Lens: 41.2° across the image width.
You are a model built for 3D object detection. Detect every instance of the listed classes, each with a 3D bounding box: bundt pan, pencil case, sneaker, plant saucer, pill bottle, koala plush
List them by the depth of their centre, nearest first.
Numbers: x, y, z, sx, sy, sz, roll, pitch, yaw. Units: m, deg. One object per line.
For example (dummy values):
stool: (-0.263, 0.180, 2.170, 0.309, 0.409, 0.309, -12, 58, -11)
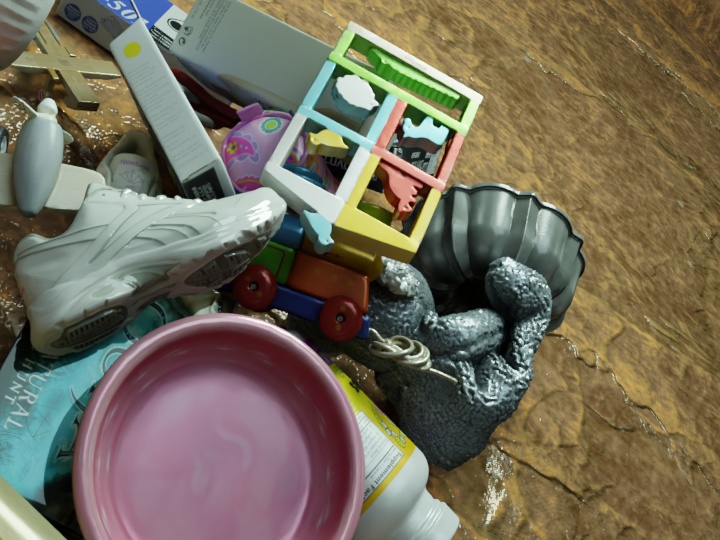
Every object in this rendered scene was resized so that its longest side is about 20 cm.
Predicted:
plant saucer: (-0.094, 0.133, 0.643, 0.197, 0.051, 0.205, 8, 71, -23)
sneaker: (-0.146, -0.027, 0.658, 0.197, 0.078, 0.100, -24, 74, -25)
pill bottle: (-0.017, 0.149, 0.750, 0.200, 0.104, 0.104, 45, 35, 3)
sneaker: (-0.202, -0.034, 0.762, 0.073, 0.100, 0.202, 15, 40, -16)
koala plush: (0.042, 0.055, 0.857, 0.199, 0.177, 0.185, 36, 45, -15)
pencil case: (-0.061, -0.071, 0.876, 0.088, 0.086, 0.200, 60, 2, 25)
bundt pan: (0.127, 0.010, 0.970, 0.200, 0.202, 0.077, 30, 48, -17)

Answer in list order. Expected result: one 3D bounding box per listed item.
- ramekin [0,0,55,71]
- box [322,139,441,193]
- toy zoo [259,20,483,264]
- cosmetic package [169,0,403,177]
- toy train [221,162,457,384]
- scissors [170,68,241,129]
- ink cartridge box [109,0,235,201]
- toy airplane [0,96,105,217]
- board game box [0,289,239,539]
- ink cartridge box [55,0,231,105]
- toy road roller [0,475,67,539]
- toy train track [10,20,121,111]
ramekin: (-0.325, -0.263, 0.809, 0.104, 0.200, 0.203, 25, 37, -38)
box: (-0.011, -0.135, 1.009, 0.155, 0.051, 0.200, 21, 15, 15)
toy zoo: (0.007, -0.092, 0.744, 0.129, 0.021, 0.202, 27, 59, -4)
cosmetic package: (-0.063, -0.170, 0.869, 0.198, 0.072, 0.105, 30, -3, 18)
toy train: (0.000, 0.000, 0.753, 0.196, 0.118, 0.085, 19, -4, 0)
scissors: (-0.109, -0.139, 0.921, 0.197, 0.073, 0.014, 28, 68, 13)
ink cartridge box: (-0.157, -0.110, 0.832, 0.046, 0.198, 0.202, -29, 66, -8)
toy airplane: (-0.310, -0.084, 0.673, 0.198, 0.142, 0.199, -28, 62, -35)
board game box: (-0.179, 0.078, 0.670, 0.134, 0.028, 0.203, 30, 58, -17)
ink cartridge box: (-0.214, -0.246, 1.025, 0.198, 0.044, 0.095, 35, 34, -11)
toy road roller: (-0.239, 0.196, 0.497, 0.123, 0.146, 0.200, 42, -3, 2)
toy train track: (-0.304, -0.211, 0.914, 0.113, 0.033, 0.201, -4, 48, -47)
